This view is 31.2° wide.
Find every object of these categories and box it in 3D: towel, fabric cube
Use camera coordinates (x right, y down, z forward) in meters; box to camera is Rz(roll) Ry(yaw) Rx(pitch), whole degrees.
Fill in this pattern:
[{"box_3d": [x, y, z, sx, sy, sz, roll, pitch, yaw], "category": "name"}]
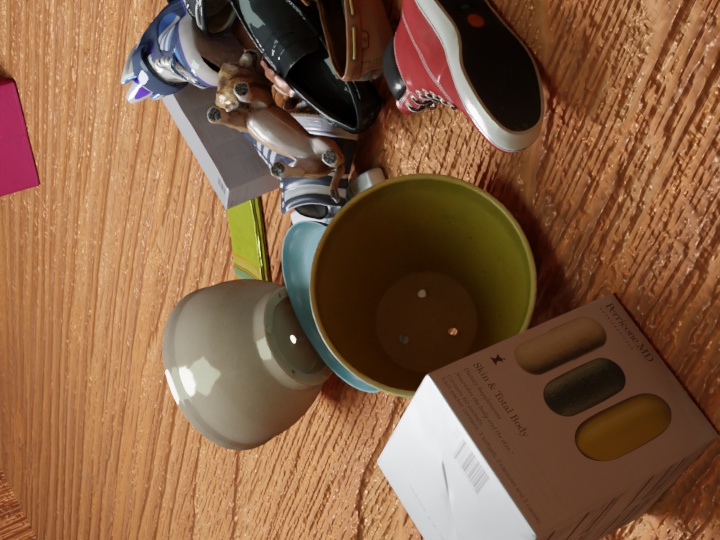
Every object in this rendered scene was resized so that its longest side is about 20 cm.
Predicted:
[{"box_3d": [-0.147, -0.036, 1.638, 0.086, 0.018, 0.202, 27, 130, 50], "category": "towel"}, {"box_3d": [-0.719, -0.229, 2.311, 0.196, 0.198, 0.202, 19, 124, 56], "category": "fabric cube"}]

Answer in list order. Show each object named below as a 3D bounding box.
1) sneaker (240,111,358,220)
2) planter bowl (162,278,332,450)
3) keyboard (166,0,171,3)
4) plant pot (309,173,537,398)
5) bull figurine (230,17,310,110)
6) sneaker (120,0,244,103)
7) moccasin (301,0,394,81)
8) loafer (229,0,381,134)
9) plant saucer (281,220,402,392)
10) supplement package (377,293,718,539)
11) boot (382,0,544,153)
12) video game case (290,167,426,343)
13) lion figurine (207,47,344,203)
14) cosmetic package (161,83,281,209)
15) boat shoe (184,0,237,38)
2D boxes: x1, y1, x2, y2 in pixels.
[{"box_3d": [-0.076, -0.114, 1.388, 0.199, 0.070, 0.110, 11, 97, 54], "category": "sneaker"}, {"box_3d": [-0.113, 0.094, 1.509, 0.134, 0.199, 0.202, -25, 85, 37], "category": "planter bowl"}, {"box_3d": [-0.240, -0.383, 1.583, 0.200, 0.020, 0.128, 52, 146, 31], "category": "keyboard"}, {"box_3d": [0.060, 0.031, 1.184, 0.201, 0.199, 0.142, 60, 176, 18], "category": "plant pot"}, {"box_3d": [-0.092, -0.260, 1.361, 0.200, 0.065, 0.122, 48, 140, 32], "category": "bull figurine"}, {"box_3d": [-0.204, -0.221, 1.426, 0.147, 0.080, 0.201, -46, 33, 22], "category": "sneaker"}, {"box_3d": [-0.030, -0.274, 1.227, 0.073, 0.077, 0.204, -21, 84, 61], "category": "moccasin"}, {"box_3d": [-0.057, -0.216, 1.258, 0.068, 0.070, 0.201, -41, 95, 21], "category": "loafer"}, {"box_3d": [-0.016, 0.035, 1.387, 0.200, 0.027, 0.202, 37, 142, 37], "category": "plant saucer"}, {"box_3d": [0.149, 0.146, 1.058, 0.152, 0.199, 0.151, 56, 147, 23], "category": "supplement package"}, {"box_3d": [0.083, -0.154, 1.125, 0.201, 0.072, 0.145, 64, 152, 27], "category": "boot"}, {"box_3d": [0.000, 0.000, 1.403, 0.200, 0.024, 0.184, -22, 88, 61], "category": "video game case"}, {"box_3d": [-0.076, -0.137, 1.279, 0.073, 0.122, 0.200, -46, 81, 13], "category": "lion figurine"}, {"box_3d": [-0.167, -0.174, 1.519, 0.201, 0.082, 0.051, 59, 160, 20], "category": "cosmetic package"}, {"box_3d": [-0.130, -0.318, 1.285, 0.061, 0.075, 0.201, 64, 155, 25], "category": "boat shoe"}]
